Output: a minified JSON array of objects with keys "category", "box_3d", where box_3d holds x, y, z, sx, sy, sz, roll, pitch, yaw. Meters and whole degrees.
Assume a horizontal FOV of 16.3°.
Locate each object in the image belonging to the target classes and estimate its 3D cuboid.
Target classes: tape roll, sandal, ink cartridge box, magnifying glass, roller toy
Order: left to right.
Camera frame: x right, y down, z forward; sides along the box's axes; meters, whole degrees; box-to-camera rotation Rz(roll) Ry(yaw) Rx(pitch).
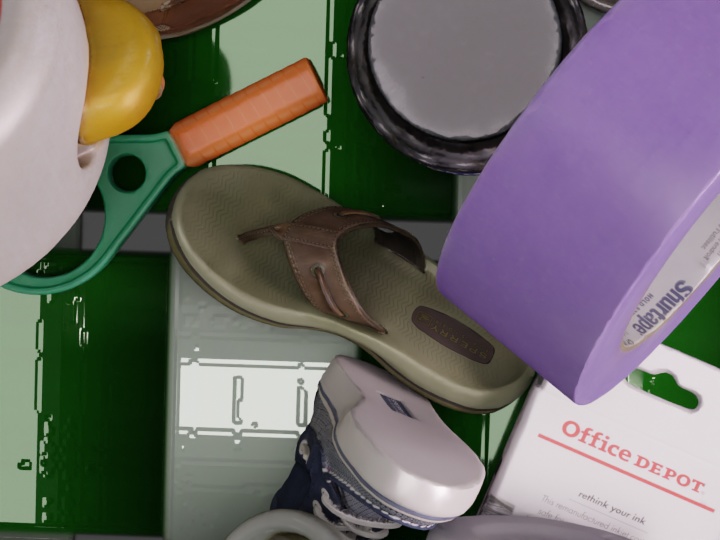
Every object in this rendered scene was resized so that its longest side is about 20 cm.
[{"category":"roller toy","box_3d":[-0.209,-0.082,1.142,0.182,0.140,0.200,36,75,22]},{"category":"magnifying glass","box_3d":[-0.111,-0.053,1.280,0.199,0.022,0.080,-26,90,6]},{"category":"sandal","box_3d":[0.001,0.000,1.242,0.200,0.057,0.080,25,59,-3]},{"category":"ink cartridge box","box_3d":[0.117,0.129,1.249,0.115,0.067,0.201,24,94,3]},{"category":"tape roll","box_3d":[0.129,-0.042,1.135,0.085,0.200,0.200,38,94,14]}]

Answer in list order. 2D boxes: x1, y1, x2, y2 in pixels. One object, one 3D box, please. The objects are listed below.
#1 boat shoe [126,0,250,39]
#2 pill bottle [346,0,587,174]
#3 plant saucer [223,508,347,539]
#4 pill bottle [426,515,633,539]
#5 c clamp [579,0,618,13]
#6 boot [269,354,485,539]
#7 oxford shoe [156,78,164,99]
[{"category":"boat shoe","box_3d":[-0.128,-0.146,1.249,0.199,0.072,0.076,-18,91,4]},{"category":"pill bottle","box_3d":[0.050,-0.101,1.176,0.111,0.200,0.112,0,92,4]},{"category":"plant saucer","box_3d":[-0.019,0.211,1.163,0.050,0.200,0.201,3,93,-32]},{"category":"pill bottle","box_3d":[0.074,0.222,1.168,0.111,0.111,0.201,7,96,3]},{"category":"c clamp","box_3d":[0.171,-0.225,1.250,0.170,0.027,0.201,4,92,3]},{"category":"boot","box_3d":[0.003,0.109,1.193,0.073,0.200,0.091,24,97,-9]},{"category":"oxford shoe","box_3d":[-0.190,-0.064,1.244,0.199,0.071,0.073,-9,64,17]}]
